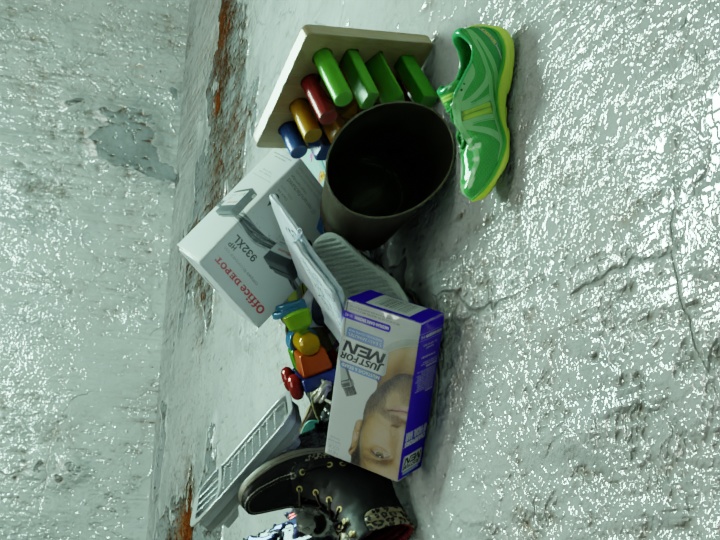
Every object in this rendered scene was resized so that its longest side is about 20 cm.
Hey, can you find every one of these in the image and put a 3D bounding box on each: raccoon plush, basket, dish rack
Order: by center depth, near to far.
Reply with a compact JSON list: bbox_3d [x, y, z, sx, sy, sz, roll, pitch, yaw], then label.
[{"bbox_3d":[0.017,-0.107,1.513,0.137,0.180,0.200,52,160,6],"label":"basket"},{"bbox_3d":[-0.144,0.257,1.551,0.200,0.043,0.172,-50,7,1],"label":"dish rack"},{"bbox_3d":[-0.029,0.275,1.606,0.096,0.200,0.135,28,153,44],"label":"raccoon plush"}]

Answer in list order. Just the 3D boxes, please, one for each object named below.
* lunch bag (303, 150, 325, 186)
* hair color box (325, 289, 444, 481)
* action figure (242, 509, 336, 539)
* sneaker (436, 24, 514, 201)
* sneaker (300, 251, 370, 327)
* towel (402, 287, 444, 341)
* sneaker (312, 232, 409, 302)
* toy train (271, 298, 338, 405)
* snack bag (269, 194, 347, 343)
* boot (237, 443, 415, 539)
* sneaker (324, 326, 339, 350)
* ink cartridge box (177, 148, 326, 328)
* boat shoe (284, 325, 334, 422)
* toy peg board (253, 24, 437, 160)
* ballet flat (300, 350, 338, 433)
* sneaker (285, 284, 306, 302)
[{"bbox_3d":[-0.048,-0.100,1.812,0.201,0.076,0.162,-107,30,-52],"label":"lunch bag"},{"bbox_3d":[0.028,0.137,1.405,0.108,0.065,0.203,16,109,29],"label":"hair color box"},{"bbox_3d":[-0.090,0.421,1.683,0.198,0.105,0.195,-17,50,25],"label":"action figure"},{"bbox_3d":[0.122,-0.175,1.302,0.074,0.082,0.203,158,117,-69],"label":"sneaker"},{"bbox_3d":[0.000,0.000,1.645,0.107,0.070,0.201,-3,45,35],"label":"sneaker"},{"bbox_3d":[0.058,0.139,1.488,0.147,0.021,0.203,-125,43,-64],"label":"towel"},{"bbox_3d":[0.016,0.032,1.506,0.078,0.079,0.200,-43,56,7],"label":"sneaker"},{"bbox_3d":[-0.066,0.101,1.513,0.200,0.084,0.117,-163,54,-79],"label":"toy train"},{"bbox_3d":[-0.057,0.015,1.491,0.201,0.021,0.189,55,170,36],"label":"snack bag"},{"bbox_3d":[-0.040,0.294,1.449,0.151,0.198,0.074,-121,24,-43],"label":"boot"},{"bbox_3d":[-0.060,0.084,1.761,0.200,0.086,0.075,129,144,-59],"label":"sneaker"},{"bbox_3d":[-0.130,-0.046,1.625,0.200,0.145,0.084,-46,35,-10],"label":"ink cartridge box"},{"bbox_3d":[-0.050,0.153,1.671,0.066,0.071,0.203,143,102,-84],"label":"boat shoe"},{"bbox_3d":[-0.011,-0.210,1.552,0.200,0.198,0.098,-59,45,41],"label":"toy peg board"},{"bbox_3d":[-0.049,0.214,1.752,0.063,0.068,0.202,-47,-27,-72],"label":"ballet flat"},{"bbox_3d":[-0.101,-0.031,1.748,0.075,0.076,0.203,-4,78,64],"label":"sneaker"}]
